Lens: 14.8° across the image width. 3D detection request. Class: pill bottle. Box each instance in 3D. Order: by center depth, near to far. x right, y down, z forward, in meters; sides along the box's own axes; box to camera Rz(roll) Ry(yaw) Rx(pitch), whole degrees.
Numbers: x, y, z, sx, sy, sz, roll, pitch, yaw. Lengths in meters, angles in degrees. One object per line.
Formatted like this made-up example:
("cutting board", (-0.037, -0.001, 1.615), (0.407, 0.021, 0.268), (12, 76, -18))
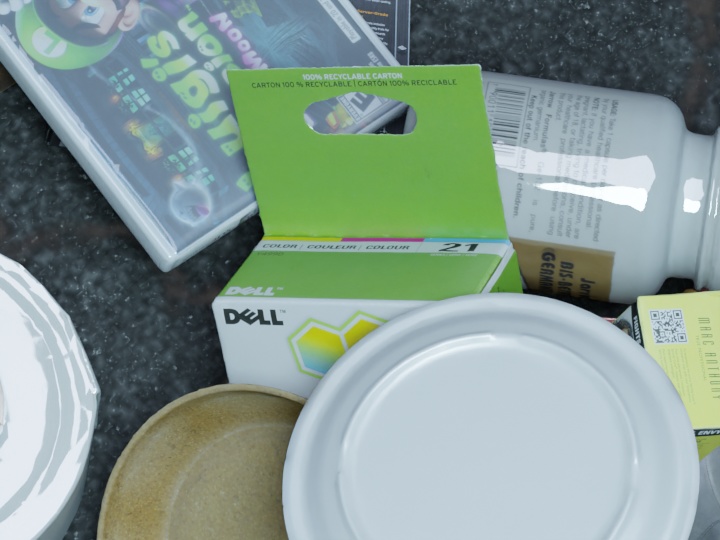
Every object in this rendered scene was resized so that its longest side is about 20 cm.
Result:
("pill bottle", (0.123, -0.042, 1.489), (0.199, 0.114, 0.115), (8, 68, 6))

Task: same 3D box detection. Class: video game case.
("video game case", (-0.095, -0.125, 1.514), (0.182, 0.023, 0.200), (-35, 82, -23))

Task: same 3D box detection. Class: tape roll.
("tape roll", (-0.239, 0.081, 1.457), (0.202, 0.071, 0.203), (3, 68, -7))

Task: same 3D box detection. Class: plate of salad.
("plate of salad", (0.062, 0.103, 1.329), (0.200, 0.048, 0.200), (-4, 60, 6))

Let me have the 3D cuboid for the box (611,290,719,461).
("box", (0.134, 0.079, 1.437), (0.050, 0.200, 0.075), (-2, 70, -17))

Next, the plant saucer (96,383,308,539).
("plant saucer", (-0.044, 0.153, 1.421), (0.200, 0.200, 0.035), (51, 29, 12))

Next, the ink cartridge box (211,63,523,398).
("ink cartridge box", (0.000, 0.000, 1.428), (0.147, 0.200, 0.076), (1, 30, 22))

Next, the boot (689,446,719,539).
("boot", (0.198, 0.148, 1.431), (0.070, 0.132, 0.201), (-11, 90, -9))

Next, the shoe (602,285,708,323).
("shoe", (0.187, 0.035, 1.537), (0.200, 0.071, 0.091), (12, 66, -9))

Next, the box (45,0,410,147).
("box", (-0.072, -0.138, 1.565), (0.199, 0.048, 0.159), (6, 67, -13))

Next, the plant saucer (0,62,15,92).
("plant saucer", (-0.257, -0.183, 1.554), (0.200, 0.032, 0.201), (10, 61, -18))
